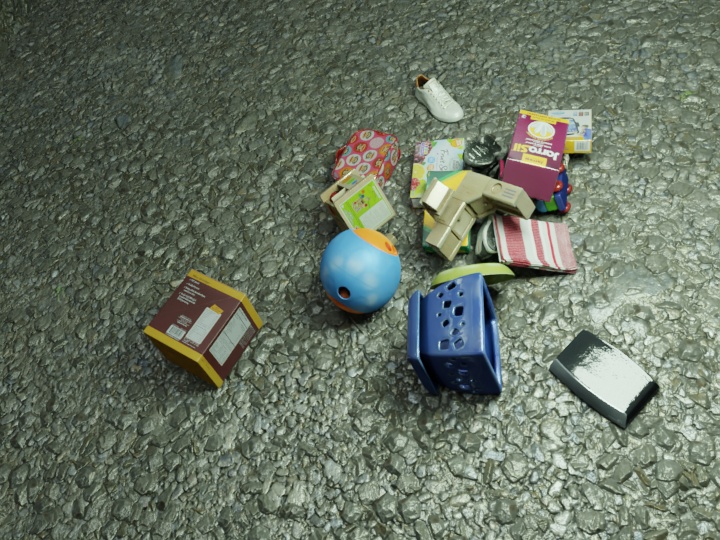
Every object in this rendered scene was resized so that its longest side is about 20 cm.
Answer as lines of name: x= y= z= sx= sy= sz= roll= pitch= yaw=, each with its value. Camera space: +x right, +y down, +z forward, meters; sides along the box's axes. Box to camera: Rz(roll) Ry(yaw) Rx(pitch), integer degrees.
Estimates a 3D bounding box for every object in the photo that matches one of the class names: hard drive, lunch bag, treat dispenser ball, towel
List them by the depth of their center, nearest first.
hard drive: x=0.511 y=0.218 z=1.476 sx=0.134 sy=0.043 sz=0.199 roll=-40 pitch=54 yaw=-13
towel: x=0.415 y=-0.067 z=1.671 sx=0.194 sy=0.023 sz=0.147 roll=7 pitch=53 yaw=-11
treat dispenser ball: x=0.000 y=0.000 z=1.684 sx=0.195 sy=0.203 sz=0.205 roll=-8 pitch=53 yaw=10
lunch bag: x=0.006 y=-0.306 z=1.980 sx=0.172 sy=0.083 sz=0.203 roll=15 pitch=61 yaw=26

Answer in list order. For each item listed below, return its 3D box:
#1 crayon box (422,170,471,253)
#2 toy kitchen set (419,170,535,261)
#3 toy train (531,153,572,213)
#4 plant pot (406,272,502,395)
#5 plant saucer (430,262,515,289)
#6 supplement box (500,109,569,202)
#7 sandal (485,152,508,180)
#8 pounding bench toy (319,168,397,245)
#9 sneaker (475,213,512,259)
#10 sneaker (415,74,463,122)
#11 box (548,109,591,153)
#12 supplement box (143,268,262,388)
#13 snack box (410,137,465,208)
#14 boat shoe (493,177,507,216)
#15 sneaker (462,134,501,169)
crayon box: x=0.224 y=-0.149 z=1.780 sx=0.115 sy=0.058 sz=0.206 roll=1 pitch=74 yaw=16
toy kitchen set: x=0.254 y=-0.130 z=1.613 sx=0.179 sy=0.163 sz=0.203 roll=27 pitch=82 yaw=46
toy train: x=0.477 y=-0.228 z=1.796 sx=0.113 sy=0.085 sz=0.203 roll=-11 pitch=41 yaw=30
plant pot: x=0.202 y=0.150 z=1.527 sx=0.175 sy=0.201 sz=0.204 roll=-10 pitch=53 yaw=17
plant saucer: x=0.254 y=0.013 z=1.606 sx=0.194 sy=0.200 sz=0.032 roll=-8 pitch=81 yaw=11
supplement box: x=0.421 y=-0.280 z=1.697 sx=0.127 sy=0.105 sz=0.203 roll=14 pitch=51 yaw=10
sandal: x=0.355 y=-0.247 z=1.832 sx=0.075 sy=0.045 sz=0.202 roll=-21 pitch=30 yaw=57
pounding bench toy: x=0.006 y=-0.144 z=1.843 sx=0.123 sy=0.202 sz=0.156 roll=-37 pitch=22 yaw=-8
sneaker: x=0.329 y=-0.107 z=1.747 sx=0.073 sy=0.079 sz=0.202 roll=38 pitch=48 yaw=-8
sneaker: x=0.224 y=-0.509 z=2.061 sx=0.072 sy=0.086 sz=0.200 roll=-37 pitch=55 yaw=-14
box: x=0.555 y=-0.377 z=1.865 sx=0.116 sy=0.042 sz=0.202 roll=2 pitch=40 yaw=17
supplement box: x=-0.387 y=0.141 z=1.742 sx=0.194 sy=0.134 sz=0.202 roll=21 pitch=63 yaw=29
snack box: x=0.213 y=-0.265 z=1.907 sx=0.138 sy=0.053 sz=0.204 roll=-2 pitch=56 yaw=14
boat shoe: x=0.380 y=-0.211 z=1.745 sx=0.072 sy=0.060 sz=0.203 roll=42 pitch=54 yaw=-7
sneaker: x=0.310 y=-0.294 z=1.829 sx=0.074 sy=0.080 sz=0.199 roll=44 pitch=30 yaw=9
